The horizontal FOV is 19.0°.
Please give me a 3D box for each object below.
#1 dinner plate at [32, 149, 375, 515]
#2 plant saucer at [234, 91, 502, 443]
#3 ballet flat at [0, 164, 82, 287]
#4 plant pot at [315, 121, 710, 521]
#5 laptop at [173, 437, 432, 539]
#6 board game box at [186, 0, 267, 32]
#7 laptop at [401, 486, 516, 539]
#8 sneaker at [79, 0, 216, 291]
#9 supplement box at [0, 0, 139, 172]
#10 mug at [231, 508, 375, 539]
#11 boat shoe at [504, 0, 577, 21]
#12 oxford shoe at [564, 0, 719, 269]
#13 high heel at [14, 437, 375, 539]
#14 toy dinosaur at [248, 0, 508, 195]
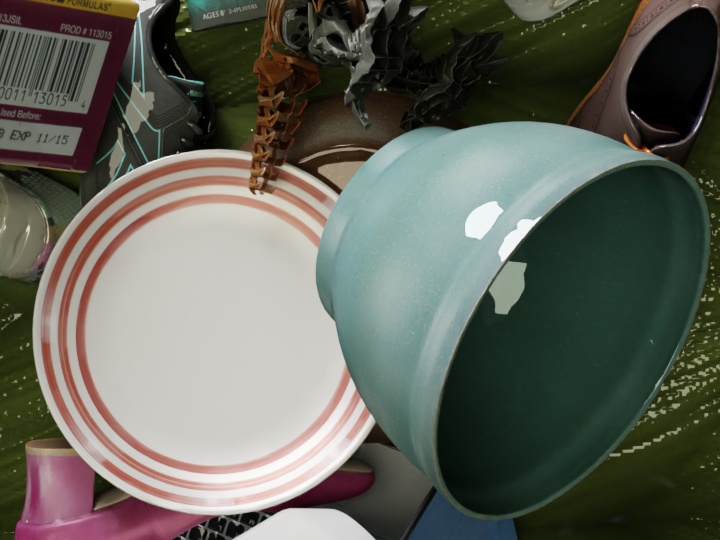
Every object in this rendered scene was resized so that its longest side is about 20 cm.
[{"bbox_3d":[-0.078,0.034,1.170,0.199,0.024,0.201,1,78,-3],"label":"dinner plate"},{"bbox_3d":[0.000,0.000,1.205,0.199,0.037,0.201,1,95,12],"label":"plant saucer"},{"bbox_3d":[-0.236,-0.044,1.240,0.199,0.071,0.069,31,102,7],"label":"ballet flat"},{"bbox_3d":[0.062,0.006,1.091,0.134,0.200,0.201,33,105,35],"label":"plant pot"},{"bbox_3d":[-0.070,0.181,1.211,0.187,0.116,0.201,21,102,8],"label":"laptop"},{"bbox_3d":[-0.011,-0.217,1.187,0.199,0.028,0.136,-10,96,14],"label":"board game box"},{"bbox_3d":[0.101,0.208,1.117,0.199,0.187,0.116,29,126,7],"label":"laptop"},{"bbox_3d":[-0.120,-0.065,1.209,0.079,0.075,0.201,-13,95,12],"label":"sneaker"},{"bbox_3d":[-0.241,-0.137,1.161,0.200,0.131,0.104,29,105,35],"label":"supplement box"},{"bbox_3d":[-0.042,0.218,1.140,0.153,0.149,0.187,-38,129,-19],"label":"mug"},{"bbox_3d":[0.157,-0.198,1.135,0.200,0.071,0.070,-33,135,-3],"label":"boat shoe"},{"bbox_3d":[0.143,-0.068,1.140,0.071,0.073,0.201,20,114,2],"label":"oxford shoe"},{"bbox_3d":[-0.092,0.144,1.196,0.199,0.067,0.096,0,97,-10],"label":"high heel"},{"bbox_3d":[-0.003,-0.134,1.146,0.136,0.102,0.201,37,126,38],"label":"toy dinosaur"}]
